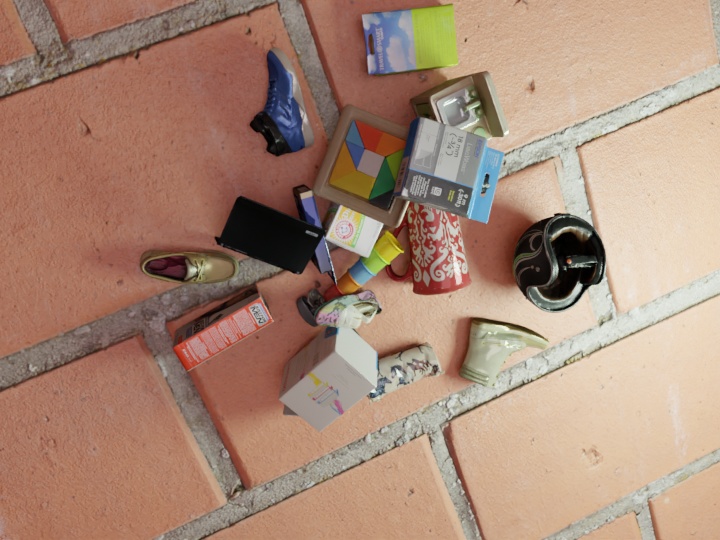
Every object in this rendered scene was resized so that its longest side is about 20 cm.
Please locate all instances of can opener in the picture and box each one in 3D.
[{"bbox_3d":[-0.063,0.126,1.351,0.066,0.054,0.201,-28,111,27],"label":"can opener"}]

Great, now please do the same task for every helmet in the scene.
[{"bbox_3d":[0.436,-0.014,1.365,0.197,0.191,0.203,4,66,-10],"label":"helmet"}]

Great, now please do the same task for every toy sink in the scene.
[{"bbox_3d":[0.193,-0.312,1.233,0.111,0.200,0.132,-27,108,-7],"label":"toy sink"}]

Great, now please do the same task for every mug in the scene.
[{"bbox_3d":[0.144,-0.057,1.315,0.175,0.133,0.203,-12,101,-13],"label":"mug"}]

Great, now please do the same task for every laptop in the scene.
[{"bbox_3d":[-0.184,-0.069,1.194,0.175,0.200,0.105,21,91,-17],"label":"laptop"}]

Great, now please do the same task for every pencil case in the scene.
[{"bbox_3d":[0.091,0.233,1.388,0.198,0.078,0.091,-19,87,-10],"label":"pencil case"}]

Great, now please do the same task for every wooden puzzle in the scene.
[{"bbox_3d":[0.019,-0.203,1.171,0.198,0.037,0.187,24,95,14],"label":"wooden puzzle"}]

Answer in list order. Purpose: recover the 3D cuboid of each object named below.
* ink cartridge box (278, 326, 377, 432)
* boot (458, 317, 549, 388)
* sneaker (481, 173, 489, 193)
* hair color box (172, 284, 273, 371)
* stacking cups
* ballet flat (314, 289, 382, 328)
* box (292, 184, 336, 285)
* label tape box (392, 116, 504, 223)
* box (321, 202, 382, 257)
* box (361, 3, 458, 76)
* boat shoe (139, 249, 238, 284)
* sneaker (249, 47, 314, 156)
[{"bbox_3d":[-0.076,0.230,1.297,0.125,0.129,0.200,42,111,-17],"label":"ink cartridge box"},{"bbox_3d":[0.341,0.205,1.451,0.197,0.072,0.157,13,98,-11],"label":"boot"},{"bbox_3d":[0.232,-0.192,1.281,0.103,0.200,0.061,2,101,2],"label":"sneaker"},{"bbox_3d":[-0.284,0.115,1.252,0.198,0.111,0.064,-29,108,-7],"label":"hair color box"},{"bbox_3d":[0.000,0.000,1.304,0.199,0.061,0.061,-40,109,14],"label":"stacking cups"},{"bbox_3d":[-0.014,0.087,1.281,0.071,0.199,0.070,39,116,22],"label":"ballet flat"},{"bbox_3d":[-0.095,-0.071,1.253,0.032,0.121,0.203,-18,106,-9],"label":"box"},{"bbox_3d":[0.174,-0.181,1.117,0.197,0.063,0.146,14,91,-13],"label":"label tape box"},{"bbox_3d":[0.002,-0.143,1.267,0.100,0.113,0.202,23,96,-15],"label":"box"},{"bbox_3d":[0.099,-0.474,1.253,0.197,0.048,0.124,-11,104,-11],"label":"box"},{"bbox_3d":[-0.347,-0.002,1.233,0.197,0.066,0.075,0,102,-14],"label":"boat shoe"},{"bbox_3d":[-0.173,-0.327,1.201,0.110,0.077,0.202,-24,113,-18],"label":"sneaker"}]
